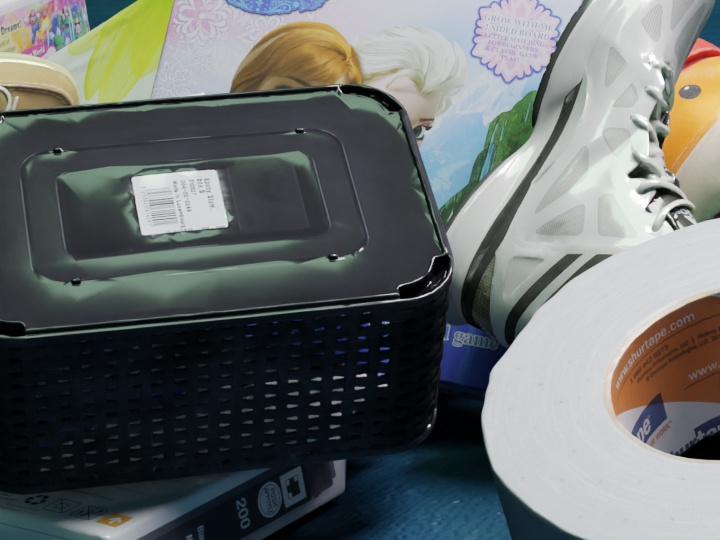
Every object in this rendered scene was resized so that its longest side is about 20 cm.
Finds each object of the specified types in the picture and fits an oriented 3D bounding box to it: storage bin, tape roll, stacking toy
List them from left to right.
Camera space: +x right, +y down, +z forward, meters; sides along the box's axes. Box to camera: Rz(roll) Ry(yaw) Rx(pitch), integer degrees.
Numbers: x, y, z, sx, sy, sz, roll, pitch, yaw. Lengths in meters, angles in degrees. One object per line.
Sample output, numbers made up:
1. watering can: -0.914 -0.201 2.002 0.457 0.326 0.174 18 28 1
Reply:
1. storage bin: -0.070 0.004 0.936 0.198 0.094 0.136 -5 44 -11
2. stacking toy: 0.128 -0.083 1.150 0.200 0.147 0.146 38 40 25
3. tape roll: 0.147 0.060 0.821 0.199 0.067 0.201 -13 33 8

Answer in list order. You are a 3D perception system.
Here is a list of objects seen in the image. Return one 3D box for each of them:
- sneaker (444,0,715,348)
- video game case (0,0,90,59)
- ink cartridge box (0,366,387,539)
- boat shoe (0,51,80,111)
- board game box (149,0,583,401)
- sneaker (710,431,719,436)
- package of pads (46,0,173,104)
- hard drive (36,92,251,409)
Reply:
1. sneaker: 0.126 -0.043 0.976 0.115 0.076 0.201 26 80 36
2. video game case: -0.211 -0.067 1.326 0.024 0.184 0.200 1 19 27
3. ink cartridge box: -0.110 0.086 1.006 0.197 0.044 0.199 5 21 39
4. boat shoe: -0.238 -0.068 1.187 0.199 0.074 0.063 -7 35 -28
5. board game box: -0.006 -0.054 1.068 0.198 0.201 0.041 10 -10 12
6. sneaker: 0.147 0.052 0.974 0.084 0.074 0.199 -48 37 -18
7. package of pads: -0.111 -0.085 1.251 0.199 0.068 0.155 -27 43 33
8. hard drive: -0.158 0.000 1.017 0.198 0.133 0.026 -9 -6 -10
